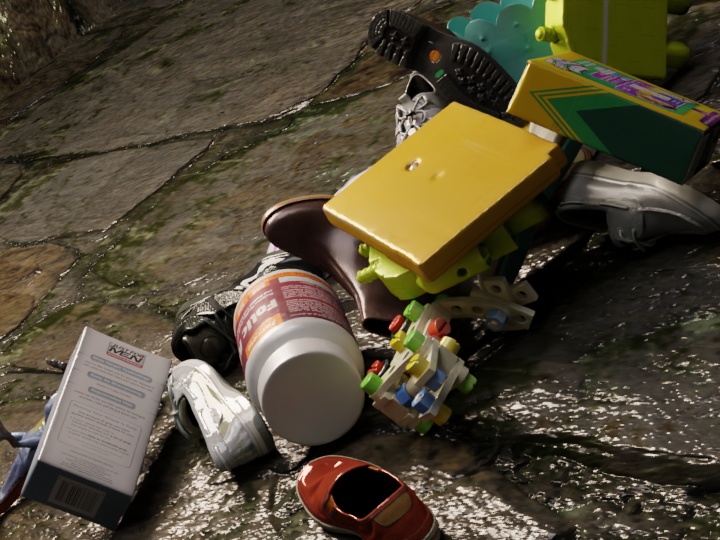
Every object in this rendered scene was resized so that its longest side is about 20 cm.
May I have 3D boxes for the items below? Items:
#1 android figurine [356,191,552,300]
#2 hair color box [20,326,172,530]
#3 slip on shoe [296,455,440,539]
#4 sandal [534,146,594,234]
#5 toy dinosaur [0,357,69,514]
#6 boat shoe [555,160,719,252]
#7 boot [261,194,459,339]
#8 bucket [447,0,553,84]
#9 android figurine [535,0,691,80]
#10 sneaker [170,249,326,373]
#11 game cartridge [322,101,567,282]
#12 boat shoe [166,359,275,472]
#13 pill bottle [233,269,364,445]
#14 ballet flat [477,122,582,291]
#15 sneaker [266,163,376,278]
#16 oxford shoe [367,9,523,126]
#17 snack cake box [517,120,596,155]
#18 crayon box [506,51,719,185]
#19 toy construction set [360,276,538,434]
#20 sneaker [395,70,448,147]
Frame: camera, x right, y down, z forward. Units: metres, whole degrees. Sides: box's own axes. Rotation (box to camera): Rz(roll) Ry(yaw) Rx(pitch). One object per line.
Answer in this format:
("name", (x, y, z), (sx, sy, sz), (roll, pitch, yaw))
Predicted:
("android figurine", (0.085, -0.042, 1.575), (0.200, 0.041, 0.182), (-24, 31, 21))
("hair color box", (-0.262, 0.156, 1.678), (0.200, 0.099, 0.061), (-80, 17, -51))
("slip on shoe", (-0.001, 0.186, 1.392), (0.074, 0.061, 0.200), (-39, 22, -14))
("sandal", (0.162, -0.057, 1.715), (0.200, 0.055, 0.082), (-41, 28, 17))
("toy dinosaur", (-0.339, 0.187, 1.782), (0.105, 0.200, 0.182), (72, -146, -80))
("boat shoe", (0.261, -0.051, 1.570), (0.201, 0.070, 0.072), (19, 78, 55))
("boot", (0.000, 0.000, 1.644), (0.200, 0.072, 0.166), (11, 30, -9))
("bucket", (0.200, -0.255, 1.924), (0.207, 0.135, 0.207), (-24, 12, 5))
("android figurine", (0.276, -0.273, 1.824), (0.200, 0.182, 0.041), (-1, 2, -30))
("sneaker", (-0.125, 0.050, 1.814), (0.199, 0.076, 0.114), (-25, 25, 21))
("game cartridge", (0.078, -0.077, 1.564), (0.176, 0.032, 0.200), (-39, 32, -11))
("boat shoe", (-0.152, 0.145, 1.652), (0.065, 0.074, 0.202), (-33, 29, -17))
("pill bottle", (-0.058, 0.083, 1.605), (0.114, 0.114, 0.200), (-30, 22, 2))
("ballet flat", (0.150, -0.064, 1.634), (0.200, 0.069, 0.069), (-62, 29, -7))
("sneaker", (-0.028, -0.066, 1.939), (0.200, 0.073, 0.114), (-37, 20, -15))
("oxford shoe", (0.108, -0.225, 1.828), (0.073, 0.200, 0.084), (-57, -18, 20))
("snack cake box", (0.153, -0.121, 1.832), (0.200, 0.067, 0.115), (-12, 28, 39))
("crayon box", (0.246, -0.147, 1.572), (0.172, 0.058, 0.200), (23, 15, 14))
("toy construction set", (0.072, 0.068, 1.505), (0.200, 0.092, 0.131), (-42, -1, -44))
("sneaker", (0.059, -0.150, 1.815), (0.075, 0.082, 0.200), (-25, 24, 17))
